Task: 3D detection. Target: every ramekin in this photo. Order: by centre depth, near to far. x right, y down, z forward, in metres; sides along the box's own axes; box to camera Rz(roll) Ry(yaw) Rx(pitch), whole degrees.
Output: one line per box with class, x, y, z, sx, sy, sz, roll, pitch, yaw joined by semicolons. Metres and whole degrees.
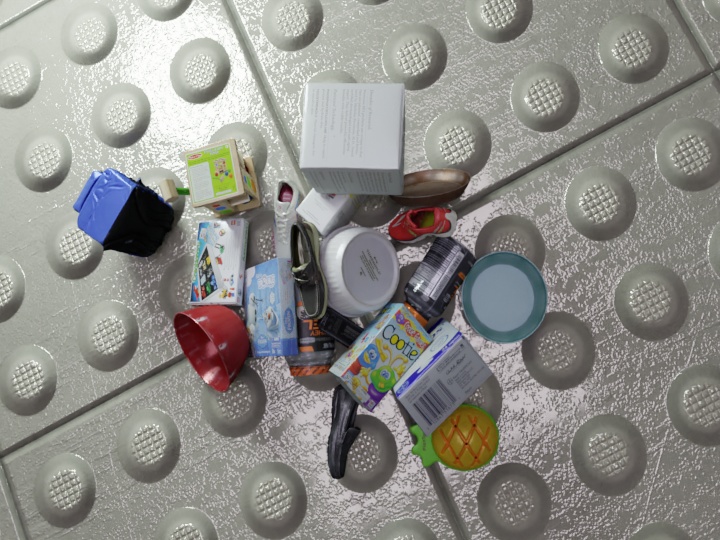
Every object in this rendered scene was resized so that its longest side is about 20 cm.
ramekin;0.000;0.000;1.178;0.196;0.093;0.212;3;85;-31

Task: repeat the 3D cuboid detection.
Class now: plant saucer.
plant saucer;0.151;-0.183;1.197;0.192;0.202;0.036;-8;116;5
plant saucer;0.325;0.061;1.217;0.191;0.036;0.209;-1;85;6

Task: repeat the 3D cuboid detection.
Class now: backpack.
backpack;-0.540;-0.137;1.245;0.166;0.200;0.165;36;90;18

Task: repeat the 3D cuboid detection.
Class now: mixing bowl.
mixing bowl;-0.321;0.157;1.213;0.201;0.201;0.107;48;53;9

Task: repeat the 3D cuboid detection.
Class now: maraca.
maraca;0.204;0.364;1.162;0.191;0.107;0.143;-4;84;5

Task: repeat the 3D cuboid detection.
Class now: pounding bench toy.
pounding bench toy;-0.349;-0.199;1.251;0.192;0.156;0.129;-14;84;4

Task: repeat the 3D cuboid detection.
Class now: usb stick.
usb stick;-0.013;0.150;1.192;0.198;0.032;0.057;36;78;-28

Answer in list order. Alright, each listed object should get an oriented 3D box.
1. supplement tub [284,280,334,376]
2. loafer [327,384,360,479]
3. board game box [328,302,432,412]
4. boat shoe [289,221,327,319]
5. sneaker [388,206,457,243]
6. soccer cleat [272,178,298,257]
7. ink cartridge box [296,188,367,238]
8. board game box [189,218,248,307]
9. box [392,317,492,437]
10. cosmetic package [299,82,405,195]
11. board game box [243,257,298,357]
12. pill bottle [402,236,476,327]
supplement tub;-0.119;0.129;1.211;0.117;0.123;0.209;-5;84;5
loafer;-0.034;0.363;1.205;0.067;0.068;0.210;3;81;15
board game box;0.042;0.180;1.137;0.103;0.104;0.200;46;77;-11
boat shoe;-0.117;-0.001;1.120;0.070;0.065;0.210;-12;82;33
sneaker;0.124;-0.112;1.190;0.083;0.196;0.080;12;77;-38
soccer cleat;-0.181;-0.116;1.261;0.067;0.086;0.209;-1;84;5
ink cartridge box;-0.046;-0.175;1.225;0.083;0.145;0.202;38;88;9
board game box;-0.335;-0.019;1.269;0.121;0.035;0.209;-2;75;13
box;0.158;0.215;1.129;0.183;0.200;0.105;-43;95;0
cosmetic package;-0.008;-0.257;1.072;0.191;0.167;0.174;2;82;6
board game box;-0.206;0.088;1.197;0.042;0.197;0.208;1;81;-34
pill bottle;0.166;0.028;1.202;0.105;0.106;0.203;34;89;8
